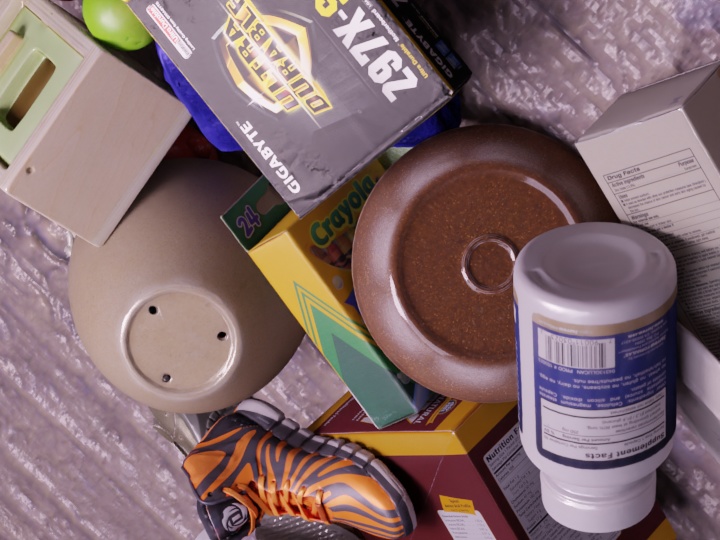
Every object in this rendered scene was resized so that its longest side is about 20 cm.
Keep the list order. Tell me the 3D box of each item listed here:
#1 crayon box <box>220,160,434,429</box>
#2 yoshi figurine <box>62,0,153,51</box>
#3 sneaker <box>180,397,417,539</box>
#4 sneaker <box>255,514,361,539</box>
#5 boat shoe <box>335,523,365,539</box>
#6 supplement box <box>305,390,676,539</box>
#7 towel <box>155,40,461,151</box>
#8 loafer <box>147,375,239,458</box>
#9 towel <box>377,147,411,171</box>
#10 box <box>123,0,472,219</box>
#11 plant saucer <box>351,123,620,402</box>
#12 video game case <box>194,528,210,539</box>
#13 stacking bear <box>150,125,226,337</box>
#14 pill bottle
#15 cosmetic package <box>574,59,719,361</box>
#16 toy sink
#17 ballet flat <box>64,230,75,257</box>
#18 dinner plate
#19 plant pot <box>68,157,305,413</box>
[{"bbox_3d":[0.000,0.000,1.694,0.051,0.126,0.200,-26,105,44],"label":"crayon box"},{"bbox_3d":[-0.202,-0.218,1.699,0.199,0.112,0.113,19,127,51],"label":"yoshi figurine"},{"bbox_3d":[-0.056,0.178,1.730,0.199,0.112,0.078,21,138,39],"label":"sneaker"},{"bbox_3d":[-0.012,0.264,1.860,0.105,0.075,0.200,52,174,-29],"label":"sneaker"},{"bbox_3d":[0.056,0.264,1.941,0.199,0.076,0.074,36,135,9],"label":"boat shoe"},{"bbox_3d":[0.098,0.166,1.759,0.197,0.133,0.201,-7,118,54],"label":"supplement box"},{"bbox_3d":[-0.038,-0.133,1.649,0.199,0.050,0.148,-2,152,24],"label":"towel"},{"bbox_3d":[-0.140,0.129,2.002,0.201,0.075,0.070,59,149,-8],"label":"loafer"},{"bbox_3d":[0.044,-0.038,1.739,0.199,0.031,0.150,24,135,22],"label":"towel"},{"bbox_3d":[-0.044,-0.160,1.557,0.159,0.049,0.200,-37,94,30],"label":"box"},{"bbox_3d":[0.093,-0.005,1.620,0.200,0.200,0.037,45,-179,0],"label":"plant saucer"},{"bbox_3d":[-0.058,0.282,1.808,0.182,0.023,0.200,44,176,-5],"label":"video game case"},{"bbox_3d":[-0.149,-0.027,1.851,0.121,0.114,0.201,12,123,22],"label":"stacking bear"},{"bbox_3d":[0.163,0.078,1.561,0.110,0.111,0.201,16,128,29],"label":"pill bottle"},{"bbox_3d":[0.245,-0.034,1.547,0.105,0.071,0.201,-15,112,47],"label":"cosmetic package"},{"bbox_3d":[-0.243,-0.132,1.746,0.112,0.131,0.200,32,-174,-41],"label":"toy sink"},{"bbox_3d":[-0.209,-0.076,1.889,0.072,0.072,0.201,32,136,14],"label":"ballet flat"},{"bbox_3d":[0.260,0.112,1.603,0.201,0.024,0.200,51,176,5],"label":"dinner plate"},{"bbox_3d":[-0.133,0.029,1.744,0.199,0.135,0.202,0,110,0],"label":"plant pot"}]
